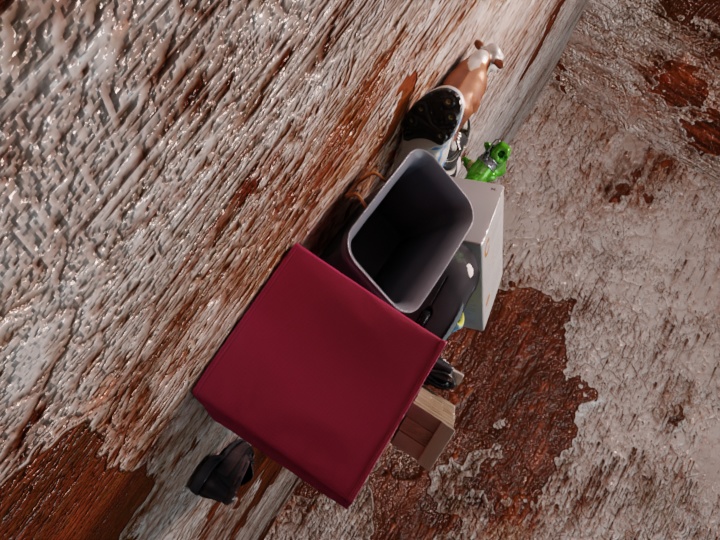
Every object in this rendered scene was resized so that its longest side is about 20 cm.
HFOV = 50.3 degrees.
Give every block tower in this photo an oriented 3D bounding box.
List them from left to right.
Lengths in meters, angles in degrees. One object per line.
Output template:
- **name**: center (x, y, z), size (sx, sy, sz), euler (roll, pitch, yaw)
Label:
- **block tower**: center (0.078, 0.182, 0.921), size (0.054, 0.057, 0.200), euler (-59, 174, 2)

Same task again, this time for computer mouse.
- **computer mouse**: center (0.102, 0.044, 1.014), size (0.053, 0.137, 0.202), euler (107, 9, -71)

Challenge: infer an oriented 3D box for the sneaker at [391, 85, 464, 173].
- **sneaker**: center (0.095, -0.181, 1.044), size (0.073, 0.072, 0.201), euler (-47, 170, -33)

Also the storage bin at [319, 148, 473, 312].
- **storage bin**: center (0.023, -0.041, 0.965), size (0.134, 0.146, 0.201), euler (-23, -155, 52)

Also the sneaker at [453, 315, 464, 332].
- **sneaker**: center (0.070, 0.072, 1.123), size (0.198, 0.081, 0.130), euler (-10, 162, -43)

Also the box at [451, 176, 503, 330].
- **box**: center (0.159, -0.024, 1.177), size (0.202, 0.096, 0.125), euler (79, 29, -48)

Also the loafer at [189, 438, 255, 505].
- **loafer**: center (-0.184, 0.294, 1.096), size (0.072, 0.062, 0.200), euler (-58, 172, 1)

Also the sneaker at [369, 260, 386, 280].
- **sneaker**: center (0.000, 0.000, 1.113), size (0.201, 0.075, 0.116), euler (-55, 170, -41)

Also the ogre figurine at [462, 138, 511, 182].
- **ogre figurine**: center (0.176, -0.137, 1.264), size (0.120, 0.098, 0.199), euler (-45, -163, -16)

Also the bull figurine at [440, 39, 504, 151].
- **bull figurine**: center (0.151, -0.257, 1.133), size (0.200, 0.065, 0.122), euler (-50, 165, -44)

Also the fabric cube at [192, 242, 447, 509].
- **fabric cube**: center (-0.043, 0.128, 0.874), size (0.198, 0.198, 0.200), euler (-57, 172, -18)

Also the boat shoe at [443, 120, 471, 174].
- **boat shoe**: center (0.134, -0.208, 1.213), size (0.061, 0.075, 0.201), euler (-62, -176, 28)

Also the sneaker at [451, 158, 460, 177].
- **sneaker**: center (0.116, -0.125, 1.397), size (0.114, 0.075, 0.202), euler (-49, 161, -48)
